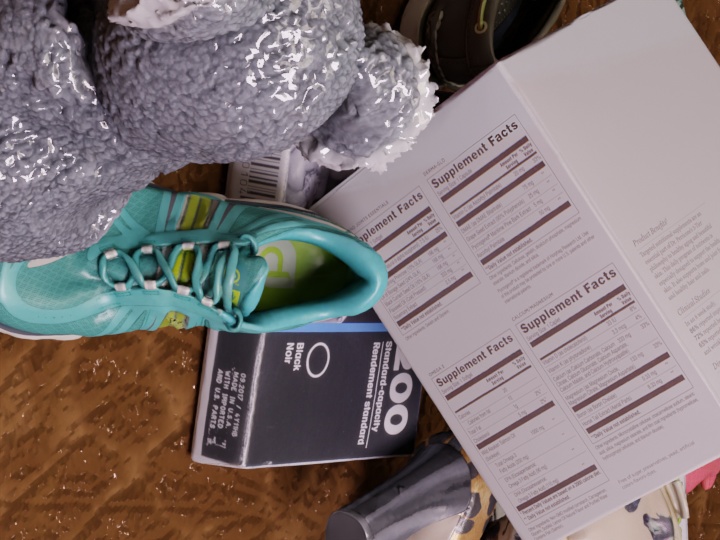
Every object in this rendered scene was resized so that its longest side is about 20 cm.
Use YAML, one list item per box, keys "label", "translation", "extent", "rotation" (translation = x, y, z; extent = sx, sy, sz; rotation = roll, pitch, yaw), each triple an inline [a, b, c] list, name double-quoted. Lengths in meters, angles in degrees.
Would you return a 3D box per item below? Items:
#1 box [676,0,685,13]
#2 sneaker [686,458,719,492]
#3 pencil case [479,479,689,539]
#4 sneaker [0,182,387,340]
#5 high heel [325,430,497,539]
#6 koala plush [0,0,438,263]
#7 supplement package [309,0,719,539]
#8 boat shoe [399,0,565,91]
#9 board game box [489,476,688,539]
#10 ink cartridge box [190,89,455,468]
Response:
- label: "box"
  translation: [0.175, -0.054, 1.355]
  extent: [0.145, 0.036, 0.201]
  rotation: [-50, 136, -33]
- label: "sneaker"
  translation: [0.191, 0.116, 1.392]
  extent: [0.199, 0.073, 0.088]
  rotation: [-2, 105, -52]
- label: "pencil case"
  translation: [0.097, 0.163, 1.178]
  extent: [0.089, 0.200, 0.078]
  rotation: [-26, 81, -34]
- label: "sneaker"
  translation: [-0.078, -0.004, 0.966]
  extent: [0.199, 0.079, 0.078]
  rotation: [-2, 100, -32]
- label: "high heel"
  translation: [0.024, 0.184, 1.166]
  extent: [0.142, 0.071, 0.201]
  rotation: [-26, 137, -47]
- label: "koala plush"
  translation: [-0.080, -0.088, 0.843]
  extent: [0.177, 0.199, 0.185]
  rotation: [35, 64, -52]
- label: "supplement package"
  translation: [0.113, -0.004, 1.045]
  extent: [0.151, 0.150, 0.201]
  rotation: [-31, 87, -47]
- label: "boat shoe"
  translation: [0.095, -0.174, 1.191]
  extent: [0.202, 0.060, 0.072]
  rotation: [-55, 136, -30]
- label: "board game box"
  translation: [0.133, 0.141, 1.298]
  extent: [0.125, 0.035, 0.202]
  rotation: [-11, 113, -14]
- label: "ink cartridge box"
  translation: [0.000, 0.000, 1.126]
  extent: [0.199, 0.043, 0.200]
  rotation: [0, 99, -55]
